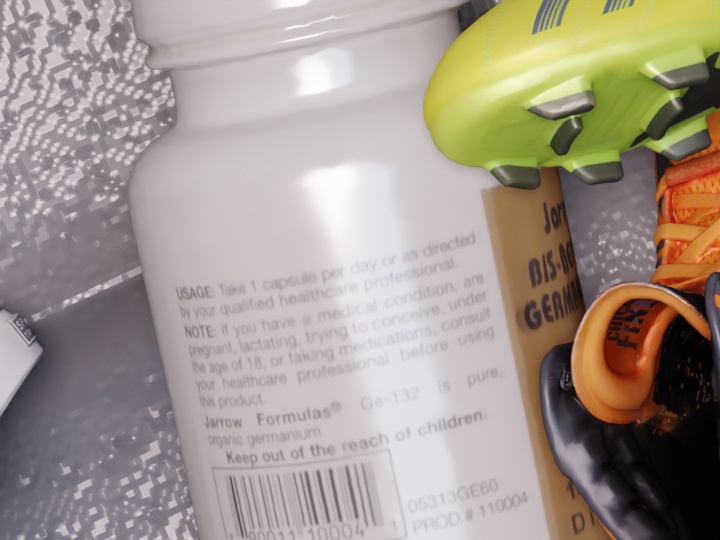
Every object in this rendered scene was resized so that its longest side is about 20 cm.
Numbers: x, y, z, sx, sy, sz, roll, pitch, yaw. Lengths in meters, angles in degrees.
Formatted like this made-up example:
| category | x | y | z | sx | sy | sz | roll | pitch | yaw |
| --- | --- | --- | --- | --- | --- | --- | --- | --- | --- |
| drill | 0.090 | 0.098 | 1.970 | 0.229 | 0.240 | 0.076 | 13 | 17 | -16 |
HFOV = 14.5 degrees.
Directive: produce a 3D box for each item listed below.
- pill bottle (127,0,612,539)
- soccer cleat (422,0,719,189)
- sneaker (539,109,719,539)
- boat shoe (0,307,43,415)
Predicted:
| category | x | y | z | sx | sy | sz | roll | pitch | yaw |
| --- | --- | --- | --- | --- | --- | --- | --- | --- | --- |
| pill bottle | 0.000 | 0.000 | 0.746 | 0.114 | 0.114 | 0.201 | -13 | 97 | -7 |
| soccer cleat | 0.093 | -0.087 | 0.709 | 0.199 | 0.065 | 0.084 | -27 | 76 | -18 |
| sneaker | 0.097 | 0.000 | 0.729 | 0.077 | 0.112 | 0.201 | -28 | 57 | 31 |
| boat shoe | -0.160 | 0.084 | 0.744 | 0.057 | 0.069 | 0.200 | 36 | 70 | -6 |
